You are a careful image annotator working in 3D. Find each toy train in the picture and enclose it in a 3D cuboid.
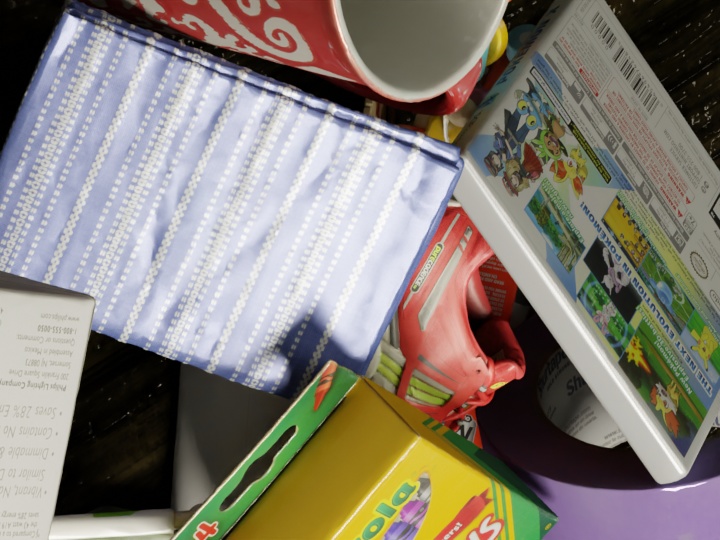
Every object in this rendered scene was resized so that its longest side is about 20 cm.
[{"bbox_3d":[0.054,-0.113,1.394,0.200,0.055,0.151,79,31,-55],"label":"toy train"}]

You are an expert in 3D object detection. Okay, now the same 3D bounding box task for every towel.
[{"bbox_3d":[-0.067,-0.026,1.240,0.199,0.024,0.145,20,110,-13],"label":"towel"}]

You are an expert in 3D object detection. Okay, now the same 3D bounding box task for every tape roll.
[{"bbox_3d":[0.164,0.088,1.452,0.200,0.199,0.085,-42,131,-37],"label":"tape roll"}]

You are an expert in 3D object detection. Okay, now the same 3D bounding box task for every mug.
[{"bbox_3d":[-0.044,-0.136,1.219,0.133,0.199,0.178,-37,128,-41],"label":"mug"}]

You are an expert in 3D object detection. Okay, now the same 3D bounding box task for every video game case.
[{"bbox_3d":[0.132,-0.023,1.383,0.200,0.022,0.182,54,40,-16],"label":"video game case"}]

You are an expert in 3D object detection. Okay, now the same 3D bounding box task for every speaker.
[{"bbox_3d":[-0.049,0.032,1.359,0.081,0.081,0.201,-10,108,-51],"label":"speaker"}]

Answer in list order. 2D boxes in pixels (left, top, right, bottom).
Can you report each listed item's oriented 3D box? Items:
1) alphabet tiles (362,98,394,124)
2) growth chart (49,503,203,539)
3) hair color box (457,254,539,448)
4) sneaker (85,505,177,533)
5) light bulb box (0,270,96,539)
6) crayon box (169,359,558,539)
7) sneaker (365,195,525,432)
[{"bbox_3d":[0.000,0.000,1.384,0.167,0.006,0.201,87,11,-48],"label":"alphabet tiles"},{"bbox_3d":[-0.146,0.204,1.279,0.144,0.018,0.201,3,101,-14],"label":"growth chart"},{"bbox_3d":[0.091,0.009,1.549,0.101,0.061,0.201,8,95,-53],"label":"hair color box"},{"bbox_3d":[-0.087,0.205,1.362,0.199,0.114,0.076,41,27,-23],"label":"sneaker"},{"bbox_3d":[-0.230,0.090,1.105,0.198,0.124,0.201,8,94,-53],"label":"light bulb box"},{"bbox_3d":[0.002,0.128,1.303,0.127,0.051,0.200,-49,147,5],"label":"crayon box"},{"bbox_3d":[0.039,0.056,1.371,0.077,0.084,0.201,-68,163,-64],"label":"sneaker"}]
